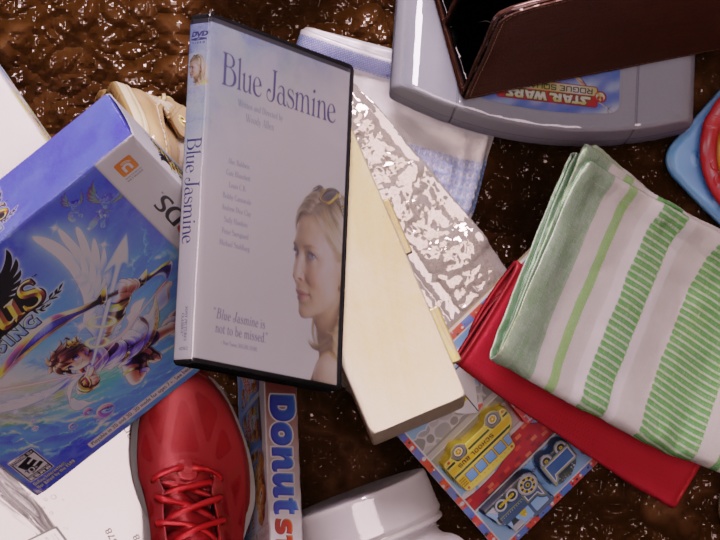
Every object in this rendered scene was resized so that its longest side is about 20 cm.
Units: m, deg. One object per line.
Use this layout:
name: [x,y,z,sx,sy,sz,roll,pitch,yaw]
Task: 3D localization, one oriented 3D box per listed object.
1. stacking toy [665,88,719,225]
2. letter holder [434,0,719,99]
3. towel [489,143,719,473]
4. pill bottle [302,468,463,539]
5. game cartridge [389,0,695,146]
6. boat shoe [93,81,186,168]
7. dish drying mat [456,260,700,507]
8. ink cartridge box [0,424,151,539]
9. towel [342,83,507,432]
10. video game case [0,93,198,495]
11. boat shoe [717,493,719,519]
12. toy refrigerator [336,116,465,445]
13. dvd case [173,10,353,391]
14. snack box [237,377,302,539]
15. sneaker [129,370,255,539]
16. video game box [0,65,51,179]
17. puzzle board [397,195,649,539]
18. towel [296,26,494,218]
stacking toy: [0.280,-0.081,1.593,0.110,0.200,0.116,42,84,-2]
letter holder: [0.156,-0.193,1.573,0.199,0.142,0.101,-12,76,-11]
towel: [0.185,0.028,1.616,0.200,0.023,0.153,29,77,-31]
pill bottle: [0.032,0.234,1.598,0.114,0.114,0.200,-21,89,-6]
game cartridge: [0.121,-0.149,1.647,0.199,0.042,0.134,6,69,-7]
boat shoe: [-0.126,-0.078,1.556,0.069,0.200,0.074,6,99,-11]
dish drying mat: [0.149,0.075,1.625,0.200,0.018,0.077,34,86,-27]
ink cartridge box: [-0.195,0.152,1.593,0.200,0.084,0.146,-29,91,-8]
towel: [0.008,-0.004,1.624,0.132,0.034,0.200,-40,91,-6]
video game case: [-0.167,0.019,1.464,0.200,0.045,0.181,-38,136,4]
boat shoe: [0.296,0.088,1.654,0.072,0.065,0.200,26,85,-4]
toy refrigerator: [0.000,0.000,1.560,0.070,0.076,0.200,-22,81,-2]
dvd case: [-0.053,-0.036,1.465,0.018,0.143,0.201,-4,79,36]
snack box: [-0.057,0.134,1.584,0.024,0.072,0.201,3,68,-15]
sneaker: [-0.092,0.158,1.505,0.078,0.116,0.201,-9,92,-9]
video game box: [-0.226,-0.096,1.553,0.047,0.182,0.200,-35,91,-6]
puzzle board: [0.122,0.068,1.630,0.200,0.017,0.151,-44,120,-6]
towel: [0.004,-0.049,1.653,0.147,0.024,0.201,16,86,-4]
